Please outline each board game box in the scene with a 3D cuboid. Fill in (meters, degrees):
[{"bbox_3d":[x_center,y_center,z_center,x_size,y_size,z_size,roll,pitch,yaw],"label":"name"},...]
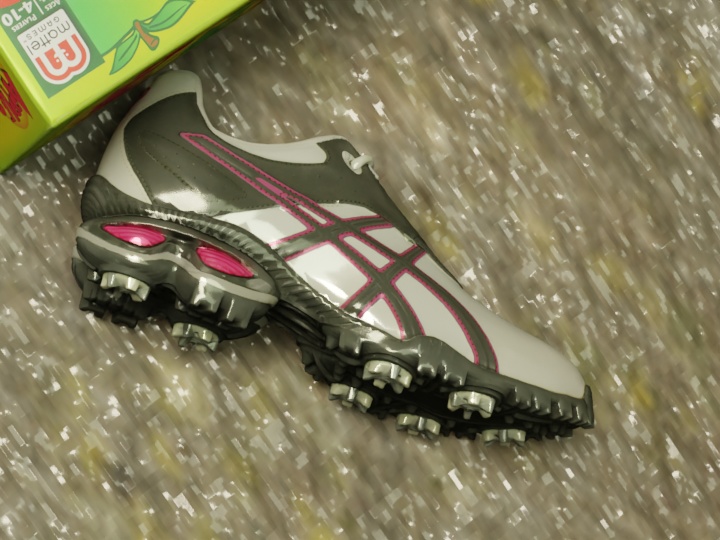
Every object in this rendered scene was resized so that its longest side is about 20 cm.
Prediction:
[{"bbox_3d":[-0.046,-0.112,0.730,0.199,0.101,0.048,-36,97,-19],"label":"board game box"}]

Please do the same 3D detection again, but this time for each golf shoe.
[{"bbox_3d":[0.000,0.000,0.750,0.199,0.077,0.089,23,70,-16],"label":"golf shoe"}]
